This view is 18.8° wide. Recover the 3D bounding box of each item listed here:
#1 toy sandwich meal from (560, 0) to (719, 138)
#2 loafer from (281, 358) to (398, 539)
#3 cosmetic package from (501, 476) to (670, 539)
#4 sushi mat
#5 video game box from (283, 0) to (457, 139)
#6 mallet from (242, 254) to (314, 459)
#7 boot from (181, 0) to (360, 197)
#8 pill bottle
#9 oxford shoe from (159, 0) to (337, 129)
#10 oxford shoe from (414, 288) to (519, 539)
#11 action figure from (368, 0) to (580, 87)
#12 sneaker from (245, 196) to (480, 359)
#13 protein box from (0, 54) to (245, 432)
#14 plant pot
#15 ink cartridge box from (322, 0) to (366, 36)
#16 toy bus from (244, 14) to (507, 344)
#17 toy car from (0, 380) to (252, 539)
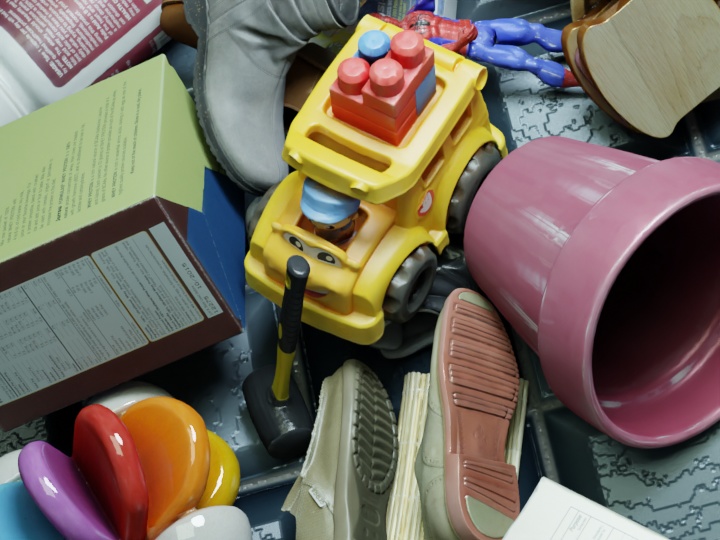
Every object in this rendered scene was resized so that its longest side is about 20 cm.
[{"bbox_3d":[0.242,-0.195,1.596,0.205,0.205,0.070,-21,29,3],"label":"toy sandwich meal"},{"bbox_3d":[-0.019,0.156,1.529,0.067,0.076,0.200,-12,56,25],"label":"loafer"},{"bbox_3d":[0.183,0.231,1.431,0.200,0.071,0.105,27,69,23],"label":"cosmetic package"},{"bbox_3d":[0.063,0.165,1.541,0.096,0.012,0.200,1,62,15],"label":"sushi mat"},{"bbox_3d":[-0.017,-0.194,1.746,0.182,0.047,0.200,-3,61,16],"label":"video game box"},{"bbox_3d":[-0.049,0.065,1.526,0.041,0.200,0.066,-14,63,-17],"label":"mallet"},{"bbox_3d":[-0.057,-0.164,1.594,0.132,0.070,0.200,-18,85,32],"label":"boot"},{"bbox_3d":[-0.240,-0.189,1.764,0.200,0.114,0.114,-41,59,-10],"label":"pill bottle"},{"bbox_3d":[-0.086,-0.156,1.679,0.200,0.071,0.071,29,78,26],"label":"oxford shoe"},{"bbox_3d":[0.064,0.107,1.519,0.074,0.071,0.200,-34,42,45],"label":"oxford shoe"},{"bbox_3d":[0.101,-0.187,1.649,0.200,0.099,0.065,6,63,1],"label":"action figure"},{"bbox_3d":[0.000,0.000,1.613,0.200,0.075,0.114,6,61,16],"label":"sneaker"},{"bbox_3d":[-0.202,-0.021,1.592,0.200,0.135,0.199,-23,33,13],"label":"protein box"},{"bbox_3d":[0.174,-0.003,1.512,0.200,0.200,0.179,-44,44,-11],"label":"plant pot"},{"bbox_3d":[0.038,-0.276,1.684,0.042,0.119,0.200,43,74,-5],"label":"ink cartridge box"},{"bbox_3d":[0.006,-0.077,1.508,0.136,0.192,0.200,27,68,17],"label":"toy bus"},{"bbox_3d":[-0.185,0.165,1.528,0.200,0.150,0.175,-33,59,-5],"label":"toy car"}]
